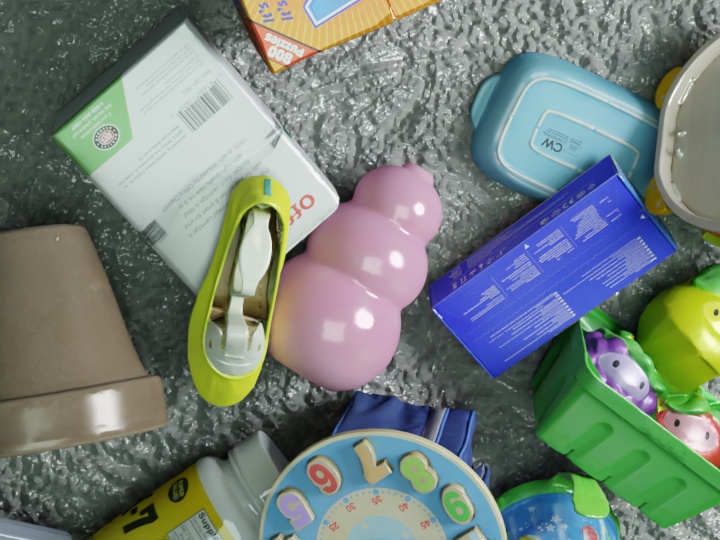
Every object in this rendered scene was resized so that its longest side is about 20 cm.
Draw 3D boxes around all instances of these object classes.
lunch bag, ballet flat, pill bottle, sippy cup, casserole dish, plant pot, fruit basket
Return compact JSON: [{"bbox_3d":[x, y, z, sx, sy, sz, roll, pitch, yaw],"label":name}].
[{"bbox_3d":[0.041,0.191,1.383,0.131,0.200,0.137,10,106,7],"label":"lunch bag"},{"bbox_3d":[-0.096,0.023,1.293,0.066,0.067,0.201,10,105,-14],"label":"ballet flat"},{"bbox_3d":[-0.143,0.234,1.404,0.199,0.114,0.115,-35,107,1],"label":"pill bottle"},{"bbox_3d":[0.175,0.278,1.440,0.139,0.131,0.178,-21,120,7],"label":"sippy cup"},{"bbox_3d":[0.191,-0.109,1.405,0.199,0.039,0.122,23,100,-13],"label":"casserole dish"},{"bbox_3d":[-0.268,0.057,1.315,0.199,0.200,0.176,-10,88,-6],"label":"plant pot"},{"bbox_3d":[0.274,0.095,1.425,0.214,0.156,0.217,1,119,2],"label":"fruit basket"}]

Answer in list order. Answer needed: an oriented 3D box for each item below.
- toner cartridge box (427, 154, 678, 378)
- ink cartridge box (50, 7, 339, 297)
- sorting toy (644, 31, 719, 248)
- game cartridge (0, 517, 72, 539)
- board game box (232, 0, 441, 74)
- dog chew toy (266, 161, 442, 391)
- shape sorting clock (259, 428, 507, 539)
[{"bbox_3d":[0.165,-0.001,1.402,0.200,0.043,0.095,-36,114,15],"label":"toner cartridge box"},{"bbox_3d":[-0.135,-0.091,1.333,0.146,0.084,0.200,-39,109,3],"label":"ink cartridge box"},{"bbox_3d":[0.341,-0.082,1.387,0.180,0.106,0.201,28,63,-36],"label":"sorting toy"},{"bbox_3d":[-0.351,0.289,1.387,0.133,0.041,0.200,19,114,-42],"label":"game cartridge"},{"bbox_3d":[-0.025,-0.293,1.236,0.199,0.200,0.201,-24,106,-2],"label":"board game box"},{"bbox_3d":[0.000,0.000,1.365,0.124,0.125,0.201,32,90,-15],"label":"dog chew toy"},{"bbox_3d":[0.017,0.220,1.270,0.199,0.039,0.201,3,110,7],"label":"shape sorting clock"}]
